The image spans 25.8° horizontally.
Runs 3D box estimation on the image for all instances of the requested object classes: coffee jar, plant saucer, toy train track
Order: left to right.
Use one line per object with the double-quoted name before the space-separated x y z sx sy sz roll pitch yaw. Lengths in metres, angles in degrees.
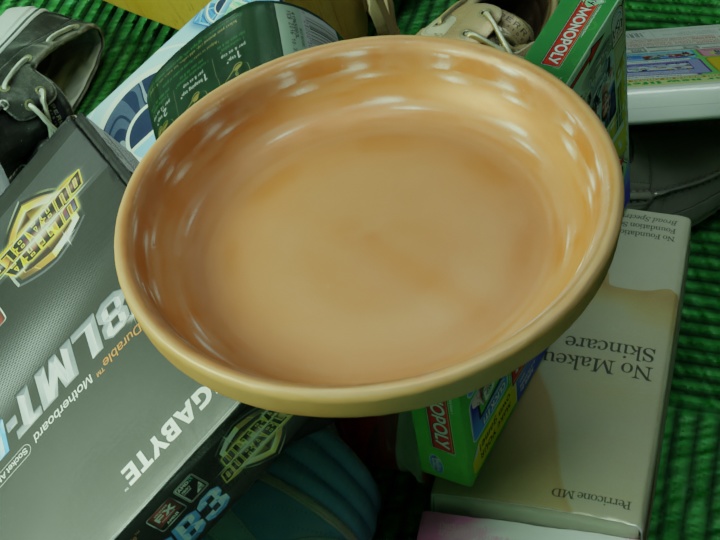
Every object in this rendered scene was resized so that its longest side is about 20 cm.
"coffee jar" -0.038 -0.022 0.745 0.104 0.085 0.201 -32 53 28
"plant saucer" 0.004 -0.017 0.617 0.198 0.038 0.201 -5 46 5
"toy train track" 0.012 -0.101 0.935 0.032 0.115 0.201 -14 55 10

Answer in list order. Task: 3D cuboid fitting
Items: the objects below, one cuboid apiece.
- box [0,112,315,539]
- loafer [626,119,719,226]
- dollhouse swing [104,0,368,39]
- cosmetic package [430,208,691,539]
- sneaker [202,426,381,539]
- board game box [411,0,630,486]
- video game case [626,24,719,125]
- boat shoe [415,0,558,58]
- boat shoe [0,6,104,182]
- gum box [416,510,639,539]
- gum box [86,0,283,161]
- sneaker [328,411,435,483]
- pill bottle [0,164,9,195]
"box" -0.137 0.060 0.686 0.200 0.050 0.199 -47 47 5
"loafer" 0.135 -0.052 0.894 0.198 0.070 0.070 -18 48 -11
"dollhouse swing" -0.071 -0.245 1.027 0.199 0.182 0.176 25 62 35
"cosmetic package" 0.104 0.060 0.790 0.104 0.071 0.201 6 48 12
"sneaker" -0.083 0.114 0.756 0.198 0.080 0.131 16 51 7
"board game box" 0.075 -0.019 0.725 0.029 0.135 0.201 15 51 25
"video game case" 0.203 -0.119 0.930 0.198 0.022 0.182 -4 18 2
"boat shoe" 0.066 -0.125 0.899 0.071 0.064 0.200 43 33 -9
"boat shoe" -0.212 -0.103 0.974 0.070 0.072 0.201 1 45 13
"gum box" 0.114 0.181 0.678 0.198 0.066 0.114 6 47 10
"gum box" -0.088 -0.049 0.874 0.200 0.045 0.170 -42 51 5
"sneaker" 0.000 0.000 0.796 0.114 0.078 0.202 8 90 19
"pill bottle" -0.289 -0.004 0.849 0.198 0.113 0.113 -23 47 2
